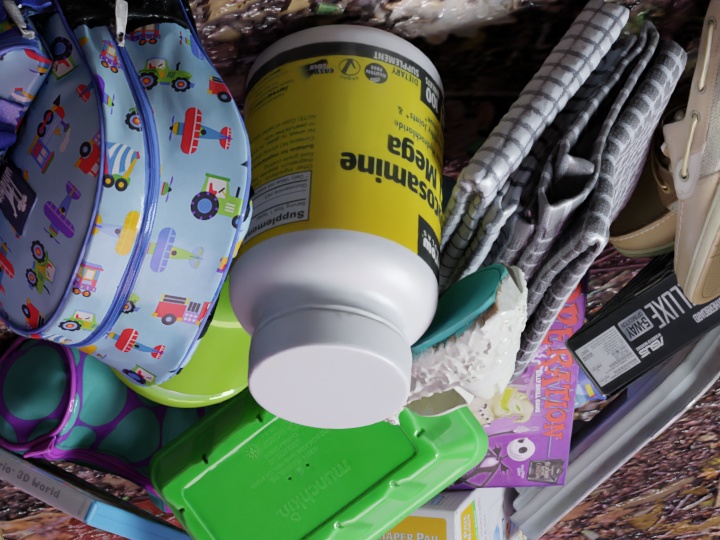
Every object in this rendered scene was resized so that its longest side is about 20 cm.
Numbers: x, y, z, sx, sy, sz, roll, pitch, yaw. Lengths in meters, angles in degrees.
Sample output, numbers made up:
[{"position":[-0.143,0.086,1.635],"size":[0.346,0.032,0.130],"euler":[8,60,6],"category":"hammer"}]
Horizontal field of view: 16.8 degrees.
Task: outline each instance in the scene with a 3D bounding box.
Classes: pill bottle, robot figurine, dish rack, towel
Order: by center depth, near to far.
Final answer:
[{"position":[-0.012,-0.023,1.307],"size":[0.112,0.201,0.113],"euler":[2,147,1],"category":"pill bottle"},{"position":[0.109,-0.039,1.402],"size":[0.085,0.166,0.200],"euler":[32,147,6],"category":"towel"},{"position":[-0.094,0.008,1.451],"size":[0.175,0.116,0.200],"euler":[11,151,-13],"category":"robot figurine"},{"position":[0.190,0.112,1.795],"size":[0.200,0.044,0.172],"euler":[-46,177,24],"category":"dish rack"}]

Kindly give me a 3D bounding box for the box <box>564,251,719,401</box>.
[{"position":[0.242,-0.011,1.574],"size":[0.200,0.050,0.158],"euler":[-38,180,41],"category":"box"}]

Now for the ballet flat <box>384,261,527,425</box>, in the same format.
[{"position":[0.049,0.046,1.355],"size":[0.071,0.072,0.200],"euler":[1,168,-28],"category":"ballet flat"}]

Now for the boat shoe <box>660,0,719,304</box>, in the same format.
[{"position":[0.212,-0.074,1.417],"size":[0.072,0.065,0.201],"euler":[-25,137,-40],"category":"boat shoe"}]

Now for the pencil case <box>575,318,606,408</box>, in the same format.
[{"position":[0.078,0.082,1.740],"size":[0.199,0.078,0.087],"euler":[-18,-163,9],"category":"pencil case"}]

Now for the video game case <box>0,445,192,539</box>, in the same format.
[{"position":[-0.211,0.140,1.634],"size":[0.199,0.018,0.143],"euler":[22,175,33],"category":"video game case"}]

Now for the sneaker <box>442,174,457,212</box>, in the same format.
[{"position":[0.000,0.000,1.538],"size":[0.082,0.074,0.200],"euler":[1,157,-39],"category":"sneaker"}]

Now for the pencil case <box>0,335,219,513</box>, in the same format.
[{"position":[-0.165,0.104,1.646],"size":[0.085,0.093,0.200],"euler":[-19,154,26],"category":"pencil case"}]

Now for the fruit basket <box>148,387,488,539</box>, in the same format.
[{"position":[-0.033,0.114,1.609],"size":[0.215,0.156,0.216],"euler":[-37,178,-2],"category":"fruit basket"}]

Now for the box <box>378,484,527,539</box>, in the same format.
[{"position":[0.050,0.190,1.789],"size":[0.112,0.102,0.200],"euler":[2,-167,19],"category":"box"}]

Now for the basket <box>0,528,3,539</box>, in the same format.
[{"position":[-0.327,0.283,1.811],"size":[0.148,0.201,0.143],"euler":[-14,157,-3],"category":"basket"}]

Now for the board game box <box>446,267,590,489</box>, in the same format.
[{"position":[0.088,0.068,1.660],"size":[0.119,0.032,0.201],"euler":[-5,128,-8],"category":"board game box"}]

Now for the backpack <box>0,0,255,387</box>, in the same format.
[{"position":[-0.139,-0.047,1.173],"size":[0.134,0.200,0.183],"euler":[5,127,-33],"category":"backpack"}]

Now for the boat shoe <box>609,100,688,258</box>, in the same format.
[{"position":[0.213,-0.077,1.498],"size":[0.066,0.074,0.200],"euler":[22,135,-36],"category":"boat shoe"}]
